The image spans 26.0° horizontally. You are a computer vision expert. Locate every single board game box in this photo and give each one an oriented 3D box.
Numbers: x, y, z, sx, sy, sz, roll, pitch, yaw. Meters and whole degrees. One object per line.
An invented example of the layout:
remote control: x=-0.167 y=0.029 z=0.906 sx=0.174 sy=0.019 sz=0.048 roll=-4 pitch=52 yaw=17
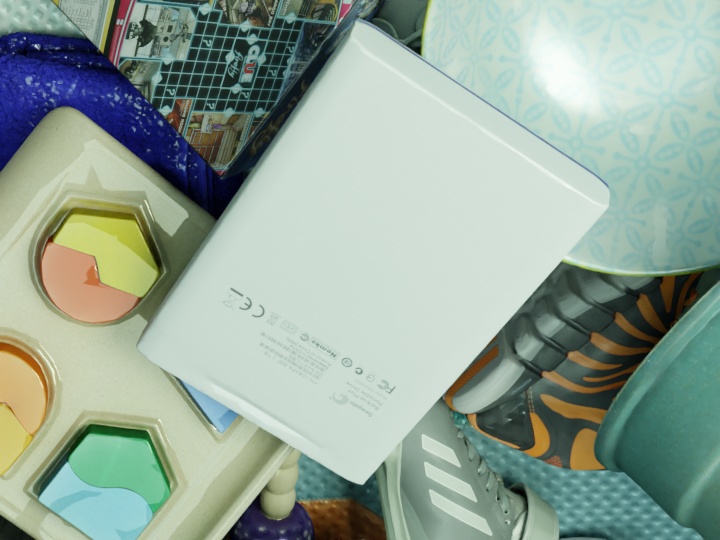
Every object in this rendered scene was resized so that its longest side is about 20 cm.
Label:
board game box: x=-0.045 y=-0.160 z=0.698 sx=0.136 sy=0.035 sz=0.200 roll=46 pitch=116 yaw=9

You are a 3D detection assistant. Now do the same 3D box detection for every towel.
towel: x=-0.133 y=-0.022 z=0.823 sx=0.146 sy=0.050 sz=0.202 roll=5 pitch=121 yaw=6

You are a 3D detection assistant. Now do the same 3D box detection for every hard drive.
hard drive: x=0.000 y=0.000 z=0.704 sx=0.131 sy=0.025 sz=0.200 roll=32 pitch=124 yaw=-10

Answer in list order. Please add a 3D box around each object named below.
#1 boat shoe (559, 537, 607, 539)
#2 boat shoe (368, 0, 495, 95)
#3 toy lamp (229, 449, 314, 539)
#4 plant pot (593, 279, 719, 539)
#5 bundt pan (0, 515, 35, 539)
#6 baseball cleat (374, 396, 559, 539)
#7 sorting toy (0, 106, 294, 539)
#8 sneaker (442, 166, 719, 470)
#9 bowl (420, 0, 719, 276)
boat shoe: x=0.085 y=0.221 z=0.927 sx=0.199 sy=0.074 sz=0.065 roll=-25 pitch=143 yaw=18
boat shoe: x=0.032 y=-0.097 z=0.738 sx=0.071 sy=0.069 sz=0.202 roll=-7 pitch=118 yaw=14
toy lamp: x=-0.039 y=0.072 z=0.860 sx=0.058 sy=0.058 sz=0.201 roll=11 pitch=124 yaw=3
plant pot: x=0.242 y=0.094 z=0.694 sx=0.196 sy=0.199 sz=0.201 roll=51 pitch=123 yaw=24
bundt pan: x=-0.175 y=0.131 z=0.875 sx=0.200 sy=0.076 sz=0.203 roll=5 pitch=138 yaw=4
baseball cleat: x=0.053 y=0.113 z=0.865 sx=0.105 sy=0.070 sz=0.202 roll=-11 pitch=108 yaw=-14
sorting toy: x=-0.127 y=0.050 z=0.773 sx=0.200 sy=0.036 sz=0.186 roll=39 pitch=94 yaw=-9
sneaker: x=0.143 y=0.027 z=0.799 sx=0.112 sy=0.078 sz=0.200 roll=35 pitch=121 yaw=-24
bowl: x=0.128 y=-0.110 z=0.691 sx=0.198 sy=0.108 sz=0.202 roll=4 pitch=121 yaw=7
